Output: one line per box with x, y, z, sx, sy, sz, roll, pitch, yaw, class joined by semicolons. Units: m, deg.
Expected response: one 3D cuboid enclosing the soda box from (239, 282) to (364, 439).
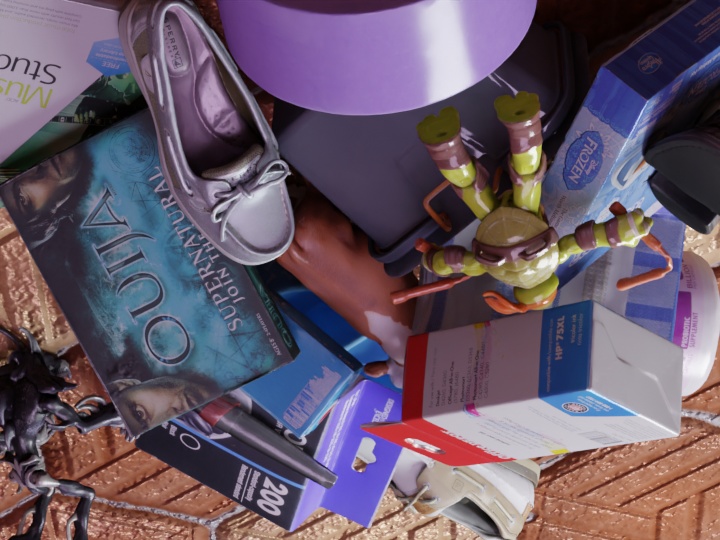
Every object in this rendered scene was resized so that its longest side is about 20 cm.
-0.095;0.031;1.711;0.200;0.068;0.064;40;95;4;soda box

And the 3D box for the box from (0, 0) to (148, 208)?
-0.215;-0.120;1.644;0.144;0.036;0.200;10;135;-20;box

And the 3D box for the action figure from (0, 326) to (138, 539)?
-0.239;0.133;1.860;0.119;0.102;0.200;2;102;34;action figure

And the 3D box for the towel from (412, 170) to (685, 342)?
0.139;-0.003;1.743;0.200;0.147;0.024;12;168;-12;towel

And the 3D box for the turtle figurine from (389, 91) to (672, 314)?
0.089;-0.030;1.555;0.200;0.064;0.161;-6;125;26;turtle figurine

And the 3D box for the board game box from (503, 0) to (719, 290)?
0.193;-0.093;1.640;0.043;0.200;0.199;39;135;15;board game box

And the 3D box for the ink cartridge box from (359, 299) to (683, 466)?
0.110;0.083;1.675;0.200;0.067;0.116;-12;154;38;ink cartridge box

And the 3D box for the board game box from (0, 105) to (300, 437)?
-0.146;0.000;1.655;0.135;0.028;0.200;-26;98;16;board game box

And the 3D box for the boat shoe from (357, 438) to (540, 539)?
0.061;0.164;1.951;0.200;0.069;0.075;22;159;-27;boat shoe

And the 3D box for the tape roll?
0.006;-0.194;1.479;0.200;0.200;0.085;-10;137;2;tape roll

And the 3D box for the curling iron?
-0.104;0.106;1.788;0.200;0.026;0.050;28;165;-2;curling iron

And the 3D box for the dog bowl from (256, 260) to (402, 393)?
-0.022;0.048;1.842;0.111;0.050;0.200;-32;131;24;dog bowl

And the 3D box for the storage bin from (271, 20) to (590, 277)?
0.037;-0.108;1.633;0.134;0.146;0.200;35;122;-25;storage bin

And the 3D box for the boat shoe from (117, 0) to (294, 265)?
-0.096;-0.091;1.581;0.074;0.065;0.202;-25;109;-13;boat shoe

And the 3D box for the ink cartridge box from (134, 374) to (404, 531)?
-0.068;0.118;1.831;0.200;0.043;0.198;26;144;5;ink cartridge box

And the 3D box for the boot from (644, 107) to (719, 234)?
0.266;-0.116;1.606;0.174;0.069;0.200;-51;175;-5;boot

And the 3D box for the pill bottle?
0.159;0.034;1.811;0.200;0.112;0.112;4;136;-14;pill bottle

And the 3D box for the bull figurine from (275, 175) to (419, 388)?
0.000;0.000;1.742;0.065;0.122;0.200;-26;134;19;bull figurine
